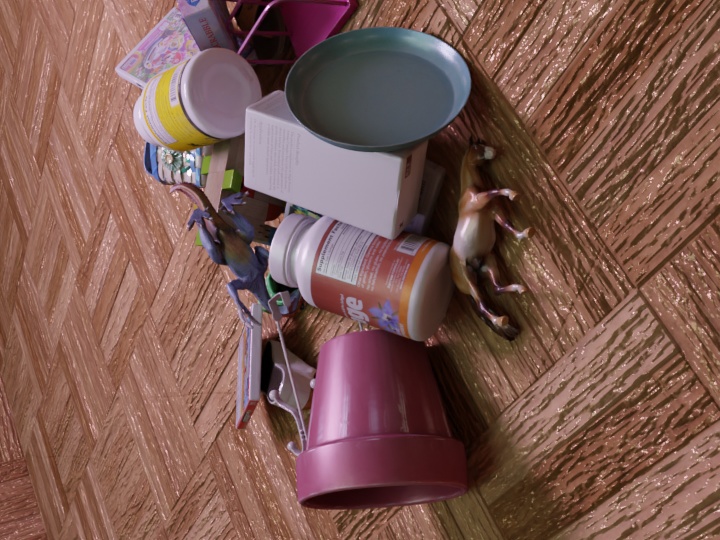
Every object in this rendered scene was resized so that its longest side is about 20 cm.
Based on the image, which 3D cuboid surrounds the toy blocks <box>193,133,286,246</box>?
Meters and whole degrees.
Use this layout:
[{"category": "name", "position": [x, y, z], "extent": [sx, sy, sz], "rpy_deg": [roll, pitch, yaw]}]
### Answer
[{"category": "toy blocks", "position": [-0.143, -0.120, 1.185], "extent": [0.099, 0.136, 0.203], "rpy_deg": [1, 80, 53]}]

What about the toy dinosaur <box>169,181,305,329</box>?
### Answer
[{"category": "toy dinosaur", "position": [-0.141, -0.020, 1.099], "extent": [0.200, 0.104, 0.182], "rpy_deg": [53, 172, 45]}]

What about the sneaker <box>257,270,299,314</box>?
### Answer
[{"category": "sneaker", "position": [-0.104, 0.012, 1.195], "extent": [0.200, 0.083, 0.075], "rpy_deg": [-33, 71, 53]}]

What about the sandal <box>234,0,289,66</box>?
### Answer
[{"category": "sandal", "position": [-0.155, -0.379, 1.208], "extent": [0.080, 0.054, 0.202], "rpy_deg": [-35, 67, 49]}]

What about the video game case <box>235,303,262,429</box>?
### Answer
[{"category": "video game case", "position": [-0.171, 0.151, 1.290], "extent": [0.200, 0.017, 0.145], "rpy_deg": [121, 151, -64]}]

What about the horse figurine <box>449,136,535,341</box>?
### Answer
[{"category": "horse figurine", "position": [0.131, -0.026, 0.882], "extent": [0.132, 0.049, 0.202], "rpy_deg": [-140, 45, -58]}]

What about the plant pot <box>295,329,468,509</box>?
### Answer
[{"category": "plant pot", "position": [0.019, 0.173, 0.981], "extent": [0.200, 0.198, 0.181], "rpy_deg": [-35, 54, 52]}]

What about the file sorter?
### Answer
[{"category": "file sorter", "position": [-0.117, -0.385, 1.094], "extent": [0.139, 0.124, 0.202], "rpy_deg": [-38, 66, 50]}]

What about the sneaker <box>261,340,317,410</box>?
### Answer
[{"category": "sneaker", "position": [-0.102, 0.162, 1.243], "extent": [0.074, 0.084, 0.200], "rpy_deg": [-68, 19, 7]}]

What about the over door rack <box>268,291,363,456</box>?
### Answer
[{"category": "over door rack", "position": [-0.046, 0.119, 1.084], "extent": [0.066, 0.147, 0.203], "rpy_deg": [-6, 93, 49]}]

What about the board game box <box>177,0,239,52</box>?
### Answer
[{"category": "board game box", "position": [-0.213, -0.366, 1.153], "extent": [0.200, 0.041, 0.201], "rpy_deg": [67, -176, -67]}]

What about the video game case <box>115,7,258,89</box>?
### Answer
[{"category": "video game case", "position": [-0.260, -0.314, 1.276], "extent": [0.199, 0.144, 0.018], "rpy_deg": [31, 163, 28]}]

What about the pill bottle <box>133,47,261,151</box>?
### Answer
[{"category": "pill bottle", "position": [-0.224, -0.218, 1.118], "extent": [0.199, 0.110, 0.113], "rpy_deg": [-1, 96, 53]}]

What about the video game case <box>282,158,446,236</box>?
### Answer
[{"category": "video game case", "position": [-0.005, -0.072, 1.013], "extent": [0.181, 0.022, 0.202], "rpy_deg": [28, 128, 16]}]

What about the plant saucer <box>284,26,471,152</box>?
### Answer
[{"category": "plant saucer", "position": [0.019, -0.191, 0.903], "extent": [0.201, 0.199, 0.028], "rpy_deg": [51, 159, 35]}]

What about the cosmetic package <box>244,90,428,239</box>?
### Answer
[{"category": "cosmetic package", "position": [-0.031, -0.120, 0.939], "extent": [0.198, 0.074, 0.103], "rpy_deg": [21, 127, 19]}]

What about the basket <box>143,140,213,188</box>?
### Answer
[{"category": "basket", "position": [-0.277, -0.222, 1.341], "extent": [0.199, 0.138, 0.179], "rpy_deg": [23, 115, 41]}]

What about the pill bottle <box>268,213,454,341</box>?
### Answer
[{"category": "pill bottle", "position": [0.000, 0.000, 0.963], "extent": [0.198, 0.112, 0.114], "rpy_deg": [17, 113, 23]}]
